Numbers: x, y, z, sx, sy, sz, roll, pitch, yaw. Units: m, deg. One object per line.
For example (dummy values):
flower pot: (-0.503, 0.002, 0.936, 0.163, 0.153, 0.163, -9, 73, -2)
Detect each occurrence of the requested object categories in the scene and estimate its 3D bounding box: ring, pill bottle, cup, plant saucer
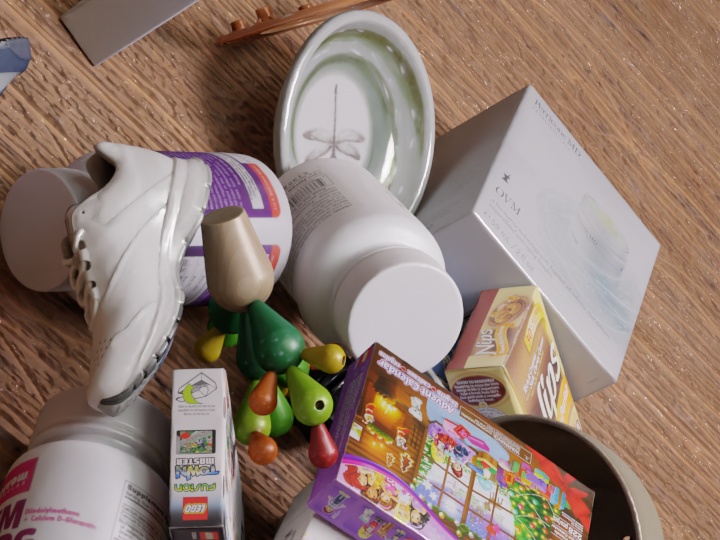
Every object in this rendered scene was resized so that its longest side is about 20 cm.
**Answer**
ring: (-0.020, -0.215, 1.658, 0.200, 0.199, 0.019, -23, 98, -54)
pill bottle: (-0.151, -0.029, 1.453, 0.199, 0.111, 0.112, -1, 68, -51)
pill bottle: (-0.177, 0.179, 1.285, 0.113, 0.113, 0.201, 39, 41, -28)
cup: (0.152, 0.214, 1.569, 0.143, 0.199, 0.202, 12, 58, -56)
plant saucer: (-0.016, -0.111, 1.687, 0.199, 0.050, 0.202, -11, 105, -51)
pill bottle: (0.000, 0.000, 1.539, 0.114, 0.115, 0.200, 38, 5, -29)

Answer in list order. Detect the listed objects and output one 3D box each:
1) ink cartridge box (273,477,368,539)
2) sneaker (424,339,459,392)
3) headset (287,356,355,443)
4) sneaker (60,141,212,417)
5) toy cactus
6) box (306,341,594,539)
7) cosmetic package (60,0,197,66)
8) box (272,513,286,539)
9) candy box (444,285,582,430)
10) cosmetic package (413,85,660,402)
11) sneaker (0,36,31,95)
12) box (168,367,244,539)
ink cartridge box: (-0.014, 0.232, 1.353, 0.116, 0.067, 0.200, 38, 41, -10)
sneaker: (0.054, 0.097, 1.650, 0.077, 0.076, 0.201, 23, 52, -35)
headset: (0.009, 0.102, 1.552, 0.123, 0.094, 0.200, 36, 13, -14)
sneaker: (-0.154, 0.004, 1.319, 0.087, 0.075, 0.201, 19, 50, -15)
toy cactus: (-0.062, 0.037, 1.387, 0.200, 0.102, 0.166, -122, -164, -67)
box: (0.066, 0.155, 1.407, 0.199, 0.039, 0.137, 34, 39, -15)
cosmetic package: (-0.121, -0.246, 1.596, 0.052, 0.150, 0.200, 53, 37, -11)
box: (-0.033, 0.252, 1.442, 0.068, 0.082, 0.201, 43, 41, -23)
candy box: (0.133, 0.127, 1.686, 0.116, 0.055, 0.201, -61, 139, -52)
cosmetic package: (0.140, -0.013, 1.790, 0.200, 0.123, 0.200, 48, 37, -18)
sneaker: (-0.286, -0.100, 1.387, 0.200, 0.070, 0.083, -35, 112, -51)
box: (-0.098, 0.159, 1.351, 0.201, 0.034, 0.111, 89, 0, -58)
